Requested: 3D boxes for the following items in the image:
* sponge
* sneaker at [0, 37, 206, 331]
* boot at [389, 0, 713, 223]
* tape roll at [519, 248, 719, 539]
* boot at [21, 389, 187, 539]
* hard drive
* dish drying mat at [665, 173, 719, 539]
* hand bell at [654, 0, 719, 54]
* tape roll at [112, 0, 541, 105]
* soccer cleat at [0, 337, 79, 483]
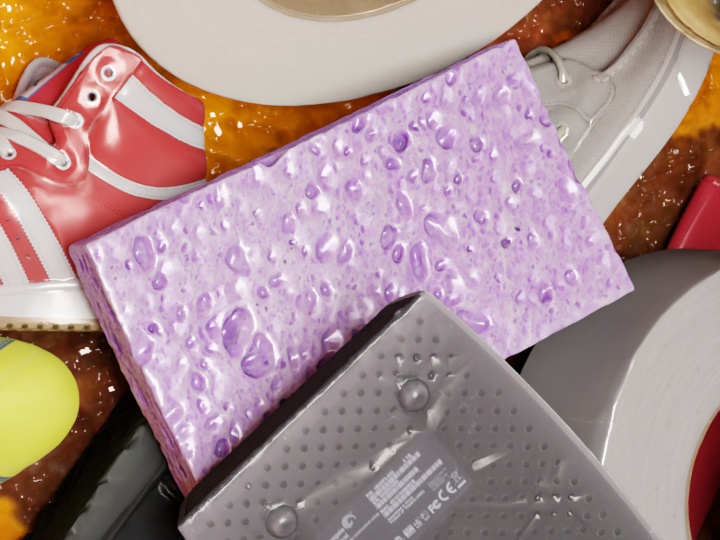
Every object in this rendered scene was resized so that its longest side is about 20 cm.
[{"bbox_3d":[0.000,0.000,0.970,0.200,0.030,0.112,-27,96,-23],"label":"sponge"},{"bbox_3d":[-0.144,-0.035,0.950,0.200,0.071,0.113,3,89,-33],"label":"sneaker"},{"bbox_3d":[0.068,-0.067,1.051,0.096,0.074,0.200,40,70,-21],"label":"boot"},{"bbox_3d":[0.153,0.091,1.065,0.200,0.066,0.201,-2,93,-35],"label":"tape roll"},{"bbox_3d":[-0.062,0.156,0.972,0.168,0.076,0.200,41,65,-13],"label":"boot"},{"bbox_3d":[0.035,0.114,0.940,0.135,0.042,0.200,-44,112,-6],"label":"hard drive"},{"bbox_3d":[0.133,0.062,1.104,0.077,0.018,0.200,35,71,-23],"label":"dish drying mat"},{"bbox_3d":[0.187,-0.095,1.067,0.104,0.200,0.104,-6,69,15],"label":"hand bell"},{"bbox_3d":[-0.001,-0.144,0.948,0.203,0.203,0.037,-1,48,-25],"label":"tape roll"},{"bbox_3d":[-0.191,0.054,0.914,0.200,0.084,0.065,0,86,-25],"label":"soccer cleat"}]
